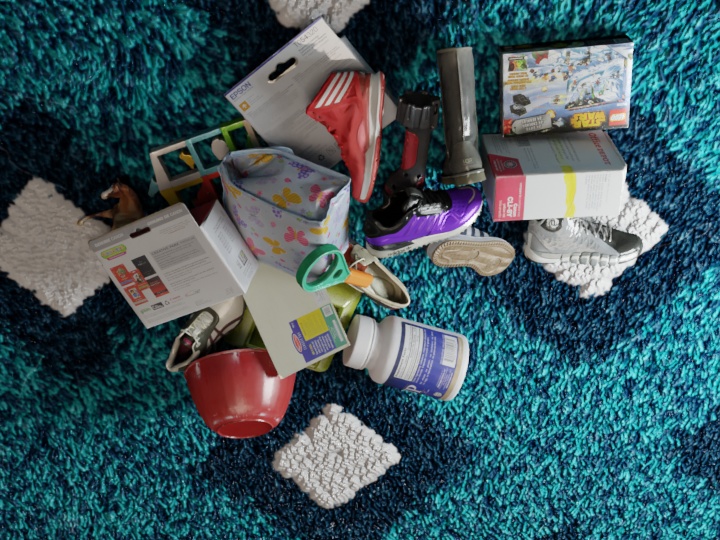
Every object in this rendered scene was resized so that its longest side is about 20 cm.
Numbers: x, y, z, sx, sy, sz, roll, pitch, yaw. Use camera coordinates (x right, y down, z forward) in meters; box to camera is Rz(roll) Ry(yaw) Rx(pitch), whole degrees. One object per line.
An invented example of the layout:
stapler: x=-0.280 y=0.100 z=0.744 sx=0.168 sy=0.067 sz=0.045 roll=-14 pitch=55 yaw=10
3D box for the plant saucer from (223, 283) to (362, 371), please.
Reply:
plant saucer: x=-0.116 y=0.086 z=1.734 sx=0.198 sy=0.048 sz=0.201 roll=18 pitch=119 yaw=-13

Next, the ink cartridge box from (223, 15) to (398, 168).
ink cartridge box: x=-0.071 y=-0.259 z=1.530 sx=0.196 sy=0.043 sz=0.200 roll=-34 pitch=116 yaw=18

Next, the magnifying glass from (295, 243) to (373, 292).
magnifying glass: x=-0.034 y=0.004 z=1.546 sx=0.080 sy=0.022 sz=0.200 roll=-53 pitch=155 yaw=11

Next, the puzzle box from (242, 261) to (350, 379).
puzzle box: x=-0.115 y=0.062 z=1.664 sx=0.132 sy=0.025 sz=0.202 roll=-24 pitch=99 yaw=-10

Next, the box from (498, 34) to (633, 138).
box: x=0.312 y=-0.280 z=1.537 sx=0.198 sy=0.040 sz=0.138 roll=-5 pitch=120 yaw=0

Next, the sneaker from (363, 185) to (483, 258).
sneaker: x=0.095 y=-0.094 z=1.543 sx=0.199 sy=0.070 sz=0.100 roll=-24 pitch=139 yaw=-6

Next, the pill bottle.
pill bottle: x=0.076 y=0.145 z=1.736 sx=0.198 sy=0.120 sz=0.120 roll=16 pitch=119 yaw=-11

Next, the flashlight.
flashlight: x=0.073 y=-0.181 z=1.550 sx=0.068 sy=0.068 sz=0.201 roll=33 pitch=140 yaw=28

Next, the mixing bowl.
mixing bowl: x=-0.202 y=0.222 z=1.726 sx=0.198 sy=0.109 sz=0.201 roll=-5 pitch=155 yaw=-2

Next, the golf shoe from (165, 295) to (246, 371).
golf shoe: x=-0.260 y=0.096 z=1.702 sx=0.077 sy=0.088 sz=0.201 roll=36 pitch=114 yaw=8

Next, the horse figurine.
horse figurine: x=-0.368 y=-0.052 z=1.639 sx=0.132 sy=0.050 sz=0.200 roll=-31 pitch=116 yaw=22

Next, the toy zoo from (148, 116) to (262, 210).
toy zoo: x=-0.245 y=-0.156 z=1.597 sx=0.198 sy=0.021 sz=0.132 roll=-19 pitch=120 yaw=8

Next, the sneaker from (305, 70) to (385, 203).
sneaker: x=-0.026 y=-0.205 z=1.511 sx=0.114 sy=0.078 sz=0.202 roll=7 pitch=110 yaw=3

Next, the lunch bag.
lunch bag: x=-0.120 y=-0.095 z=1.547 sx=0.198 sy=0.128 sz=0.170 roll=21 pitch=146 yaw=14

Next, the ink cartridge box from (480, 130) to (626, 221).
ink cartridge box: x=0.293 y=-0.149 z=1.554 sx=0.198 sy=0.146 sz=0.084 roll=-3 pitch=122 yaw=-1

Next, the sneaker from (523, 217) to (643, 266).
sneaker: x=0.369 y=-0.072 z=1.647 sx=0.198 sy=0.075 sz=0.117 roll=-3 pitch=119 yaw=0

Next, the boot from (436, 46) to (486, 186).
boot: x=0.145 y=-0.234 z=1.524 sx=0.072 sy=0.182 sz=0.202 roll=-14 pitch=97 yaw=-6

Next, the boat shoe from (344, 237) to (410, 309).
boat shoe: x=0.000 y=0.000 z=1.666 sx=0.200 sy=0.062 sz=0.071 roll=38 pitch=82 yaw=-25

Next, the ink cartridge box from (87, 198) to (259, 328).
ink cartridge box: x=-0.289 y=-0.026 z=1.556 sx=0.198 sy=0.084 sz=0.176 roll=-18 pitch=118 yaw=25

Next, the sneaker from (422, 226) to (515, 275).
sneaker: x=0.165 y=-0.054 z=1.659 sx=0.199 sy=0.109 sz=0.070 roll=7 pitch=124 yaw=-43
